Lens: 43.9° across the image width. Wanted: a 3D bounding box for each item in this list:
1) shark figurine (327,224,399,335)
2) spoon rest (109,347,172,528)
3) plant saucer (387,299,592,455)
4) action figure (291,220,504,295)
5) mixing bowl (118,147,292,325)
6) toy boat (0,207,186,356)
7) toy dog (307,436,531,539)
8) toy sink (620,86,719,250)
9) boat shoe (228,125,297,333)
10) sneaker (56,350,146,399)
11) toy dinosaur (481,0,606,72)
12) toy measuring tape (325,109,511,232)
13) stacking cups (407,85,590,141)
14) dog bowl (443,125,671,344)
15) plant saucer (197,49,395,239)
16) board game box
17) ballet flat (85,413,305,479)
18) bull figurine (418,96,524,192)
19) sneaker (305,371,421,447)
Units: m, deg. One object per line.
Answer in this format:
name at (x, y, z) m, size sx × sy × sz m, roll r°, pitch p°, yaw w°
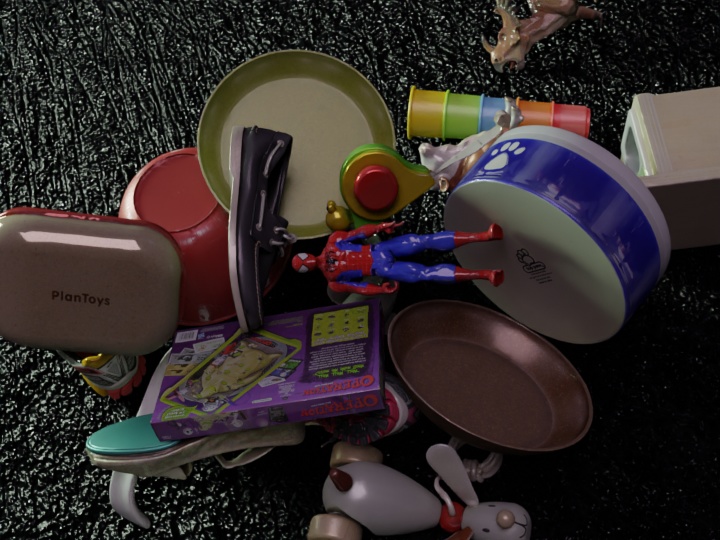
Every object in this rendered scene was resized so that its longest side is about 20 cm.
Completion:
shark figurine at (0.012, -0.012, 0.903) m, size 0.127 × 0.090 × 0.216 m, roll 6°, pitch 45°, yaw -9°
spoon rest at (-0.180, 0.144, 0.865) m, size 0.099 × 0.061 × 0.201 m, roll 15°, pitch 66°, yaw 27°
plant saucer at (0.113, 0.102, 0.815) m, size 0.199 × 0.037 × 0.201 m, roll 16°, pitch 30°, yaw -10°
action figure at (0.028, -0.011, 0.813) m, size 0.198 × 0.052 × 0.066 m, roll -3°, pitch 91°, yaw 24°
mixing bowl at (-0.177, -0.054, 0.948) m, size 0.198 × 0.109 × 0.202 m, roll -3°, pitch 62°, yaw 6°
toy boat at (-0.265, 0.000, 0.861) m, size 0.198 × 0.132 × 0.131 m, roll 7°, pitch 19°, yaw -7°
toy dog at (0.045, 0.199, 0.784) m, size 0.198 × 0.097 × 0.133 m, roll -12°, pitch 61°, yaw 2°
toy sink at (0.320, -0.101, 0.888) m, size 0.198 × 0.131 × 0.113 m, roll -8°, pitch 61°, yaw 5°
boat shoe at (-0.090, -0.042, 0.828) m, size 0.062 × 0.073 × 0.202 m, roll -1°, pitch 71°, yaw -4°
sneaker at (-0.300, 0.044, 0.927) m, size 0.199 × 0.082 × 0.078 m, roll 37°, pitch 72°, yaw 25°
toy dinosaur at (0.221, -0.336, 1.060) m, size 0.134 × 0.086 × 0.201 m, roll 6°, pitch 57°, yaw 19°
toy measuring tape at (0.043, -0.107, 0.839) m, size 0.199 × 0.074 × 0.074 m, roll -36°, pitch 61°, yaw 9°
stacking cups at (0.153, -0.170, 0.996) m, size 0.198 × 0.061 × 0.061 m, roll 4°, pitch 62°, yaw 6°
dog bowl at (0.177, -0.030, 0.824) m, size 0.199 × 0.201 × 0.079 m, roll 33°, pitch 63°, yaw 23°
plant saucer at (-0.064, -0.125, 0.903) m, size 0.198 × 0.031 × 0.202 m, roll 1°, pitch 77°, yaw -4°
board game box at (-0.077, 0.085, 0.786) m, size 0.198 × 0.033 × 0.120 m, roll -9°, pitch 32°, yaw 9°
ballet flat at (-0.144, 0.155, 0.794) m, size 0.198 × 0.063 × 0.068 m, roll -14°, pitch 23°, yaw 1°
bull figurine at (0.160, -0.105, 0.937) m, size 0.199 × 0.065 × 0.122 m, roll 32°, pitch 113°, yaw 14°
sneaker at (-0.034, 0.118, 0.848) m, size 0.199 × 0.074 × 0.081 m, roll 15°, pitch 98°, yaw 38°
